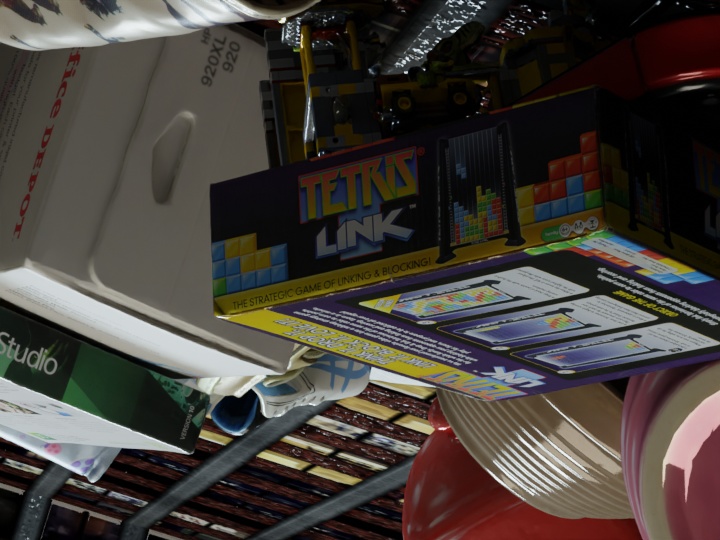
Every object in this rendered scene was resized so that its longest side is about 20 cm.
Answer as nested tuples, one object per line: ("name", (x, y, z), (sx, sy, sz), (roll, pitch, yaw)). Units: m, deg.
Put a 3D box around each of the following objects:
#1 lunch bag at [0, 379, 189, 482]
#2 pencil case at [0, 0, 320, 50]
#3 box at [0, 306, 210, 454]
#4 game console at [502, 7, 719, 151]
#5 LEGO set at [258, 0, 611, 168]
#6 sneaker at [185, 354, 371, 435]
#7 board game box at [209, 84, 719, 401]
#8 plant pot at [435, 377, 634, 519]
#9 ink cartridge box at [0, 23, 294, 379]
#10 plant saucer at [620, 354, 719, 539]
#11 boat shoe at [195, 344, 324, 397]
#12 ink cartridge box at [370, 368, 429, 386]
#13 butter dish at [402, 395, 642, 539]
("lunch bag", (-0.199, -0.002, 1.450), (0.169, 0.200, 0.127), (27, 119, -34))
("pencil case", (-0.094, -0.132, 0.987), (0.200, 0.078, 0.090), (0, 126, 52))
("box", (-0.192, 0.041, 1.264), (0.200, 0.036, 0.144), (24, 165, -35))
("game console", (0.140, -0.046, 1.002), (0.199, 0.031, 0.177), (10, 159, -36))
("LEGO set", (0.023, -0.077, 1.077), (0.153, 0.116, 0.200), (-8, 159, 1))
("sneaker", (-0.058, 0.063, 1.539), (0.072, 0.073, 0.200), (8, 177, 29))
("board game box", (0.066, -0.004, 0.978), (0.165, 0.057, 0.200), (-11, 162, 31))
("plant pot", (0.101, 0.051, 1.234), (0.201, 0.093, 0.201), (36, -157, -18))
("ink cartridge box", (-0.118, -0.037, 1.252), (0.144, 0.148, 0.200), (23, 166, -27))
("plant saucer", (0.192, 0.094, 1.064), (0.200, 0.201, 0.051), (8, -155, 32))
("boat shoe", (-0.016, 0.016, 1.355), (0.063, 0.073, 0.201), (40, 127, -8))
("ink cartridge box", (-0.039, 0.022, 1.627), (0.173, 0.044, 0.200), (3, 162, 46))
("butter dish", (0.097, 0.127, 1.587), (0.199, 0.200, 0.148), (-31, 112, 22))
